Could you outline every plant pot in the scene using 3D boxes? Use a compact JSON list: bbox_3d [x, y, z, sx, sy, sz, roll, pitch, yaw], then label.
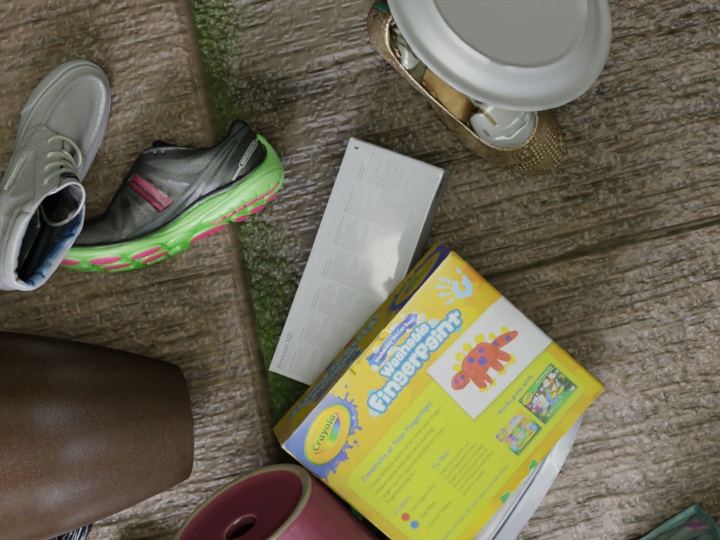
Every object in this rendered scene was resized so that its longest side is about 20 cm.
[{"bbox_3d":[-0.237,0.127,1.557,0.200,0.187,0.187,-5,96,-18],"label":"plant pot"},{"bbox_3d":[-0.049,0.257,1.539,0.200,0.200,0.179,-31,112,0],"label":"plant pot"}]

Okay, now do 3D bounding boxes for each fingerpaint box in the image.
[{"bbox_3d":[0.060,0.107,1.552,0.167,0.073,0.200,40,90,-10],"label":"fingerpaint box"}]

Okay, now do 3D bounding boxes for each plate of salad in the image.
[{"bbox_3d":[0.106,-0.211,1.572,0.200,0.048,0.200,10,63,-21],"label":"plate of salad"}]

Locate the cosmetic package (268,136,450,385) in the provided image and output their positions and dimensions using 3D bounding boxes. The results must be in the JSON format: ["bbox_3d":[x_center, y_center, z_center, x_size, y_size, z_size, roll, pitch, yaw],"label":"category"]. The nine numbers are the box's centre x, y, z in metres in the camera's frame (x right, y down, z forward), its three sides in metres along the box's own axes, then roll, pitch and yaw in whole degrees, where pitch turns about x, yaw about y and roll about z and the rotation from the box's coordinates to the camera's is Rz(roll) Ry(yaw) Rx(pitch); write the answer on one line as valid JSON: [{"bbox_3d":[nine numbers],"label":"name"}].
[{"bbox_3d":[0.000,0.000,1.604,0.083,0.051,0.200,21,94,8],"label":"cosmetic package"}]

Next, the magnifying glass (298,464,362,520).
[{"bbox_3d":[-0.009,0.155,1.639,0.080,0.022,0.200,33,92,-6],"label":"magnifying glass"}]

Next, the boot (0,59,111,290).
[{"bbox_3d":[-0.233,-0.072,1.544,0.074,0.096,0.200,31,78,-35],"label":"boot"}]

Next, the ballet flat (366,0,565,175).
[{"bbox_3d":[0.085,-0.145,1.594,0.200,0.065,0.071,38,92,-7],"label":"ballet flat"}]

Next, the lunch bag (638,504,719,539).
[{"bbox_3d":[0.287,0.298,1.583,0.122,0.200,0.170,-31,98,-1],"label":"lunch bag"}]

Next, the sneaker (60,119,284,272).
[{"bbox_3d":[-0.161,-0.058,1.592,0.200,0.077,0.084,-25,79,-4],"label":"sneaker"}]

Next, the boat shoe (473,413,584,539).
[{"bbox_3d":[0.111,0.169,1.627,0.070,0.071,0.200,31,99,-9],"label":"boat shoe"}]

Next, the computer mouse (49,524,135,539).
[{"bbox_3d":[-0.183,0.289,1.628,0.200,0.046,0.140,26,92,-6],"label":"computer mouse"}]
